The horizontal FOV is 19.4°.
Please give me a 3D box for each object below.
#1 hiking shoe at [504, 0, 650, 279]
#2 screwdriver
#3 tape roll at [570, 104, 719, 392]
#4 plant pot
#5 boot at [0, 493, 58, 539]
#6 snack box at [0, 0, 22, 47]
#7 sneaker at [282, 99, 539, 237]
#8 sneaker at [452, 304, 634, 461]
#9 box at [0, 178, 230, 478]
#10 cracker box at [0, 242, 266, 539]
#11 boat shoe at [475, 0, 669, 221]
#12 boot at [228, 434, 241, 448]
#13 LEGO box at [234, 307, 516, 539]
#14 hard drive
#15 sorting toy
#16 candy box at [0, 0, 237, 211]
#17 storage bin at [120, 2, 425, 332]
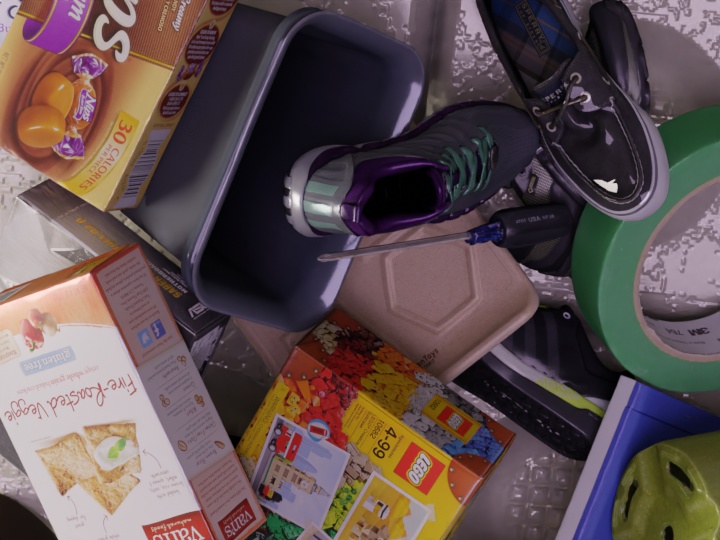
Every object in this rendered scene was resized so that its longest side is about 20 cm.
[{"bbox_3d":[0.136,-0.088,1.432,0.100,0.076,0.202,6,108,-7],"label":"hiking shoe"},{"bbox_3d":[0.057,-0.017,1.366,0.199,0.028,0.029,-15,104,-31],"label":"screwdriver"},{"bbox_3d":[0.243,-0.013,1.436,0.198,0.048,0.202,-11,122,-17],"label":"tape roll"},{"bbox_3d":[0.278,0.179,1.423,0.188,0.200,0.202,1,109,-26],"label":"plant pot"},{"bbox_3d":[-0.274,0.288,1.548,0.187,0.064,0.200,53,124,16],"label":"boot"},{"bbox_3d":[-0.228,-0.168,1.409,0.198,0.053,0.144,2,106,-3],"label":"snack box"},{"bbox_3d":[0.052,-0.055,1.335,0.199,0.087,0.075,-20,112,-32],"label":"sneaker"},{"bbox_3d":[0.113,0.053,1.492,0.199,0.072,0.083,38,64,-3],"label":"sneaker"},{"bbox_3d":[-0.188,0.061,1.421,0.158,0.048,0.201,37,126,13],"label":"box"},{"bbox_3d":[-0.161,0.097,1.353,0.133,0.058,0.201,-18,102,37],"label":"cracker box"},{"bbox_3d":[0.131,-0.122,1.366,0.070,0.066,0.201,-32,70,24],"label":"boat shoe"},{"bbox_3d":[-0.093,0.205,1.520,0.149,0.073,0.202,4,101,0],"label":"boot"},{"bbox_3d":[-0.013,0.152,1.392,0.148,0.077,0.201,34,119,8],"label":"LEGO box"},{"bbox_3d":[0.187,0.185,1.479,0.131,0.025,0.202,23,89,-48],"label":"hard drive"},{"bbox_3d":[0.000,0.000,1.441,0.185,0.036,0.201,-38,78,14],"label":"sorting toy"},{"bbox_3d":[-0.155,-0.153,1.341,0.116,0.056,0.201,31,105,13],"label":"candy box"},{"bbox_3d":[-0.063,-0.081,1.384,0.145,0.134,0.202,17,99,-43],"label":"storage bin"}]
